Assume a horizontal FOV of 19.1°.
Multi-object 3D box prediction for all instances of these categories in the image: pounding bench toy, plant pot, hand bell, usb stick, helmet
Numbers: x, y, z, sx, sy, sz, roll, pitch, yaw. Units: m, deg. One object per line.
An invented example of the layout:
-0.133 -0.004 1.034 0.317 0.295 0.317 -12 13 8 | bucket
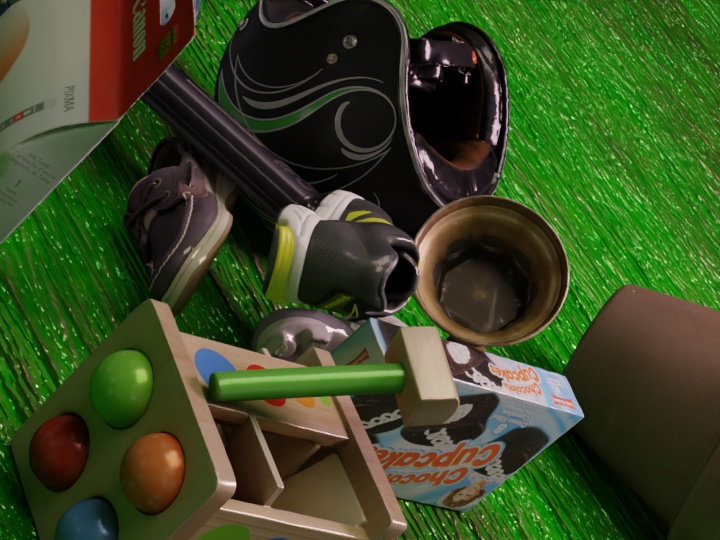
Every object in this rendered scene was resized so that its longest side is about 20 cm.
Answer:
-0.064 0.087 1.115 0.155 0.200 0.125 20 35 -45 | pounding bench toy
0.245 0.104 1.632 0.174 0.201 0.200 31 22 14 | plant pot
0.074 0.038 1.451 0.104 0.104 0.200 53 -18 16 | hand bell
-0.100 -0.094 1.404 0.200 0.033 0.055 41 4 16 | usb stick
-0.010 -0.108 1.510 0.199 0.189 0.202 11 77 -56 | helmet

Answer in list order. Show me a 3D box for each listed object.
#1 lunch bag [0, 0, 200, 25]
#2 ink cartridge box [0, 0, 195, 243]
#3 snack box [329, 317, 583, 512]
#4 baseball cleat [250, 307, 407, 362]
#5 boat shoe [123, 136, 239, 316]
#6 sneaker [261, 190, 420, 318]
-0.186 -0.224 1.485 0.200 0.075 0.162 -21 108 -63 | lunch bag
-0.177 -0.120 1.250 0.050 0.200 0.163 32 28 -26 | ink cartridge box
0.038 0.096 1.361 0.199 0.116 0.037 17 40 -45 | snack box
-0.013 0.058 1.416 0.200 0.070 0.107 34 18 -44 | baseball cleat
-0.120 -0.033 1.370 0.065 0.072 0.200 32 22 -10 | boat shoe
0.000 0.000 1.325 0.084 0.075 0.200 18 10 12 | sneaker
